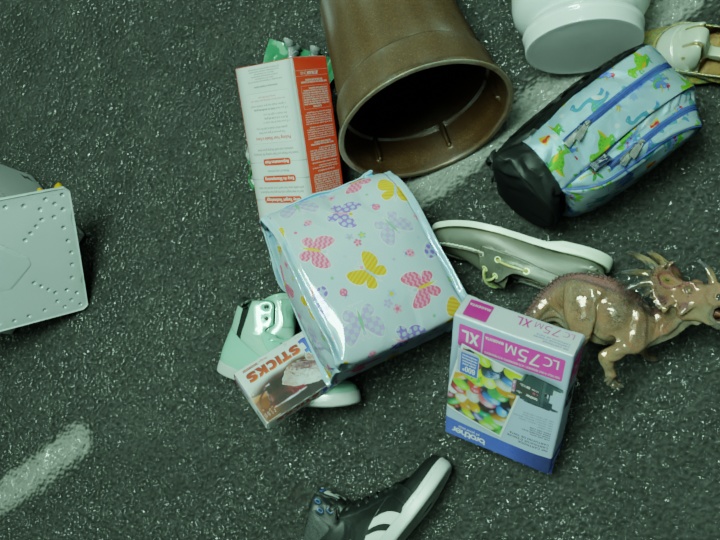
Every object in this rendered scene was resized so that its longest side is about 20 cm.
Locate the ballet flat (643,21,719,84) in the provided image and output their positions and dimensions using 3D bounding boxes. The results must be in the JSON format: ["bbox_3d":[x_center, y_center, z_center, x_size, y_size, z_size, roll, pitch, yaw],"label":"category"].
[{"bbox_3d":[0.373,-0.227,0.759,0.199,0.071,0.071,17,87,25],"label":"ballet flat"}]

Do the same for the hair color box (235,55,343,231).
[{"bbox_3d":[-0.082,-0.149,0.886,0.101,0.061,0.201,4,107,40],"label":"hair color box"}]

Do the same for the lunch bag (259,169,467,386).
[{"bbox_3d":[0.000,0.000,0.817,0.169,0.127,0.201,-23,76,-17],"label":"lunch bag"}]

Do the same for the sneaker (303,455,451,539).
[{"bbox_3d":[0.005,0.264,0.822,0.112,0.073,0.200,38,98,22],"label":"sneaker"}]

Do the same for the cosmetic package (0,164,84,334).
[{"bbox_3d":[-0.552,-0.040,1.060,0.165,0.165,0.200,41,97,24],"label":"cosmetic package"}]

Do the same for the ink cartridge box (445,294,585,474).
[{"bbox_3d":[0.148,0.128,0.738,0.119,0.201,0.042,19,44,24],"label":"ink cartridge box"}]

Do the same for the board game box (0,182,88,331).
[{"bbox_3d":[-0.478,-0.009,0.974,0.026,0.199,0.201,45,140,42],"label":"board game box"}]

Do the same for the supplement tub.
[{"bbox_3d":[0.234,-0.333,0.792,0.144,0.145,0.201,-6,78,22],"label":"supplement tub"}]

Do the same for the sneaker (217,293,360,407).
[{"bbox_3d":[-0.082,0.091,0.886,0.200,0.074,0.119,14,93,27],"label":"sneaker"}]

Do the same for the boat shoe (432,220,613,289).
[{"bbox_3d":[0.168,-0.008,0.803,0.201,0.072,0.061,14,81,21],"label":"boat shoe"}]

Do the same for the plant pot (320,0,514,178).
[{"bbox_3d":[0.047,-0.244,0.838,0.200,0.200,0.199,-24,65,17],"label":"plant pot"}]

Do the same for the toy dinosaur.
[{"bbox_3d":[0.241,0.035,0.714,0.199,0.086,0.136,9,117,13],"label":"toy dinosaur"}]

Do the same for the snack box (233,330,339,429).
[{"bbox_3d":[-0.042,0.097,0.843,0.200,0.024,0.072,-31,66,-20],"label":"snack box"}]

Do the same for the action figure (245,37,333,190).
[{"bbox_3d":[-0.105,-0.200,0.965,0.118,0.055,0.201,20,93,22],"label":"action figure"}]

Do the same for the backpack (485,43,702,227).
[{"bbox_3d":[0.246,-0.137,0.759,0.154,0.163,0.200,38,90,15],"label":"backpack"}]
